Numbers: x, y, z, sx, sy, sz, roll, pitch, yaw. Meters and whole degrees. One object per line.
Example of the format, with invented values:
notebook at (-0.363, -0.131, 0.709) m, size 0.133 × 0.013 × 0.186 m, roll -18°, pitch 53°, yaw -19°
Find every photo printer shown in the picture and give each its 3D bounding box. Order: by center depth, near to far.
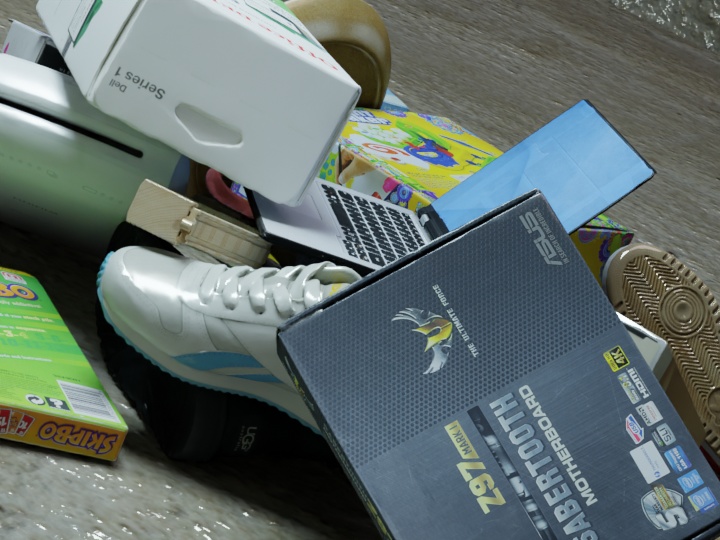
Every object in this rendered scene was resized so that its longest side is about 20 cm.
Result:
photo printer at (-0.185, -0.068, 1.577) m, size 0.166 × 0.070 × 0.200 m, roll 21°, pitch -12°, yaw -2°

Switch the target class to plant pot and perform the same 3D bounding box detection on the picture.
plant pot at (-0.056, -0.105, 1.792) m, size 0.200 × 0.200 × 0.027 m, roll 3°, pitch 38°, yaw -50°

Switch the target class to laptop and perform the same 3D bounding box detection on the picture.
laptop at (0.043, -0.062, 1.526) m, size 0.200 × 0.116 × 0.187 m, roll 19°, pitch 13°, yaw -13°

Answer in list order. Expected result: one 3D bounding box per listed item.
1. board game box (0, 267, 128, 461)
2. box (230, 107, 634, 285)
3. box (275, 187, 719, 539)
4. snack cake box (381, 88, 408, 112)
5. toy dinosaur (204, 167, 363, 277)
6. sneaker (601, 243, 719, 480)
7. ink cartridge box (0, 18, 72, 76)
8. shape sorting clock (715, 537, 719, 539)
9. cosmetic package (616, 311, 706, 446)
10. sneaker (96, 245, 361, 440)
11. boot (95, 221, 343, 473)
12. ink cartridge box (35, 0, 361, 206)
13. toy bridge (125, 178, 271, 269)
board game box at (-0.201, 0.041, 1.421) m, size 0.095 × 0.030 × 0.200 m, roll 15°, pitch 20°, yaw -28°
box at (0.042, -0.021, 1.775) m, size 0.200 × 0.122 × 0.193 m, roll 3°, pitch 25°, yaw -49°
box at (0.071, 0.081, 1.296) m, size 0.200 × 0.158 × 0.051 m, roll 60°, pitch -9°, yaw 14°
snack cake box at (-0.079, -0.103, 1.890) m, size 0.200 × 0.115 × 0.067 m, roll 13°, pitch 19°, yaw -29°
toy dinosaur at (0.000, 0.000, 1.592) m, size 0.181 × 0.200 × 0.105 m, roll -19°, pitch -7°, yaw 16°
sneaker at (0.209, 0.068, 1.682) m, size 0.200 × 0.071 × 0.112 m, roll 54°, pitch -11°, yaw -10°
ink cartridge box at (-0.182, -0.126, 1.680) m, size 0.095 × 0.037 × 0.200 m, roll 25°, pitch 4°, yaw -17°
shape sorting clock at (0.145, 0.145, 1.411) m, size 0.200 × 0.039 × 0.200 m, roll 29°, pitch -11°, yaw 6°
cosmetic package at (0.137, 0.077, 1.537) m, size 0.105 × 0.071 × 0.200 m, roll 30°, pitch -9°, yaw 20°
sneaker at (-0.043, 0.027, 1.379) m, size 0.200 × 0.081 × 0.077 m, roll 23°, pitch 35°, yaw -2°
boot at (-0.052, 0.052, 1.489) m, size 0.168 × 0.077 × 0.200 m, roll 9°, pitch 27°, yaw -29°
ink cartridge box at (-0.098, -0.129, 1.513) m, size 0.146 × 0.084 × 0.200 m, roll 27°, pitch 10°, yaw -23°
toy bridge at (-0.084, -0.022, 1.470) m, size 0.067 × 0.027 × 0.200 m, roll 26°, pitch 2°, yaw 5°
